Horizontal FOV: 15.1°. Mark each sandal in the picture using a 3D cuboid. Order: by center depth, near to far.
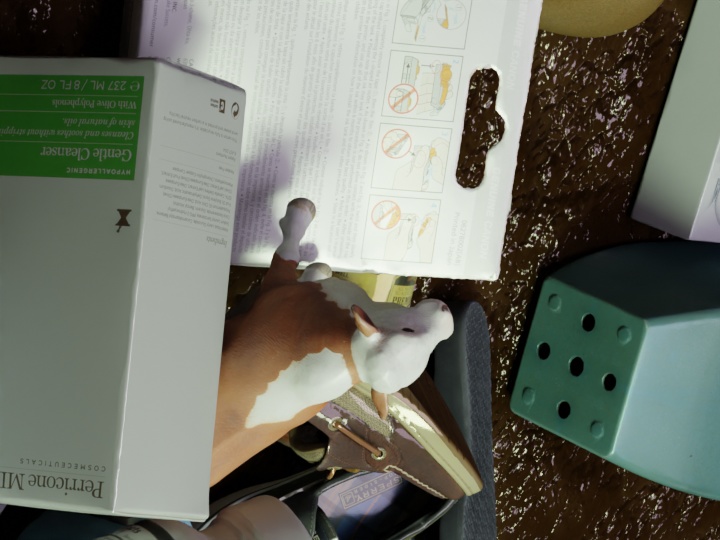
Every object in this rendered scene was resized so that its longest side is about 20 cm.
[{"bbox_3d":[0.051,0.119,1.589,0.076,0.042,0.202,38,51,-67],"label":"sandal"}]

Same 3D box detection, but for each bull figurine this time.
[{"bbox_3d":[-0.047,0.042,1.278,0.065,0.199,0.122,45,26,-30],"label":"bull figurine"}]

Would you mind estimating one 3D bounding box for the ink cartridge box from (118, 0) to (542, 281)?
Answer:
[{"bbox_3d":[-0.021,-0.081,1.326,0.198,0.050,0.162,3,110,-17],"label":"ink cartridge box"}]

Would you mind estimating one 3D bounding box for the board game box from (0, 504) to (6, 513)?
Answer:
[{"bbox_3d":[-0.247,0.102,1.220,0.201,0.043,0.199,-58,144,-14],"label":"board game box"}]

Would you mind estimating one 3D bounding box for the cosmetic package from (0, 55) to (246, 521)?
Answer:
[{"bbox_3d":[-0.122,0.009,1.231,0.085,0.107,0.202,16,78,-61],"label":"cosmetic package"}]

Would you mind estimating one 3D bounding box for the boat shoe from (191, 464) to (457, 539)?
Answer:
[{"bbox_3d":[-0.030,0.143,1.482,0.199,0.057,0.069,-29,103,-25],"label":"boat shoe"}]

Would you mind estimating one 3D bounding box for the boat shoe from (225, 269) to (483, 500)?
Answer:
[{"bbox_3d":[-0.008,0.070,1.420,0.072,0.072,0.200,-35,136,12],"label":"boat shoe"}]

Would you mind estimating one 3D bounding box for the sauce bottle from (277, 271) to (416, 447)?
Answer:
[{"bbox_3d":[0.000,0.000,1.472,0.066,0.066,0.201,0,111,-53],"label":"sauce bottle"}]

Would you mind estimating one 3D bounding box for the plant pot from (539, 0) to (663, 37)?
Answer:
[{"bbox_3d":[0.107,-0.202,1.431,0.187,0.185,0.200,-61,160,-8],"label":"plant pot"}]

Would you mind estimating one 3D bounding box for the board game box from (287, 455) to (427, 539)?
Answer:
[{"bbox_3d":[-0.002,0.177,1.600,0.136,0.028,0.200,-54,144,-17],"label":"board game box"}]

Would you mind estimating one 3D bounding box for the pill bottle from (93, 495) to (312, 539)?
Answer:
[{"bbox_3d":[-0.115,0.183,1.262,0.199,0.116,0.117,-20,126,-24],"label":"pill bottle"}]

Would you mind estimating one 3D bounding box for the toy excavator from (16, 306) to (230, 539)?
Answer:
[{"bbox_3d":[-0.119,0.133,1.375,0.194,0.099,0.201,-36,126,-38],"label":"toy excavator"}]

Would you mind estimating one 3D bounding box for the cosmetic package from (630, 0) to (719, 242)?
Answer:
[{"bbox_3d":[0.260,-0.117,1.767,0.150,0.051,0.202,2,107,-56],"label":"cosmetic package"}]

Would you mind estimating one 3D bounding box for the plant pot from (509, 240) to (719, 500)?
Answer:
[{"bbox_3d":[0.199,0.064,1.713,0.199,0.141,0.142,3,106,-46],"label":"plant pot"}]
